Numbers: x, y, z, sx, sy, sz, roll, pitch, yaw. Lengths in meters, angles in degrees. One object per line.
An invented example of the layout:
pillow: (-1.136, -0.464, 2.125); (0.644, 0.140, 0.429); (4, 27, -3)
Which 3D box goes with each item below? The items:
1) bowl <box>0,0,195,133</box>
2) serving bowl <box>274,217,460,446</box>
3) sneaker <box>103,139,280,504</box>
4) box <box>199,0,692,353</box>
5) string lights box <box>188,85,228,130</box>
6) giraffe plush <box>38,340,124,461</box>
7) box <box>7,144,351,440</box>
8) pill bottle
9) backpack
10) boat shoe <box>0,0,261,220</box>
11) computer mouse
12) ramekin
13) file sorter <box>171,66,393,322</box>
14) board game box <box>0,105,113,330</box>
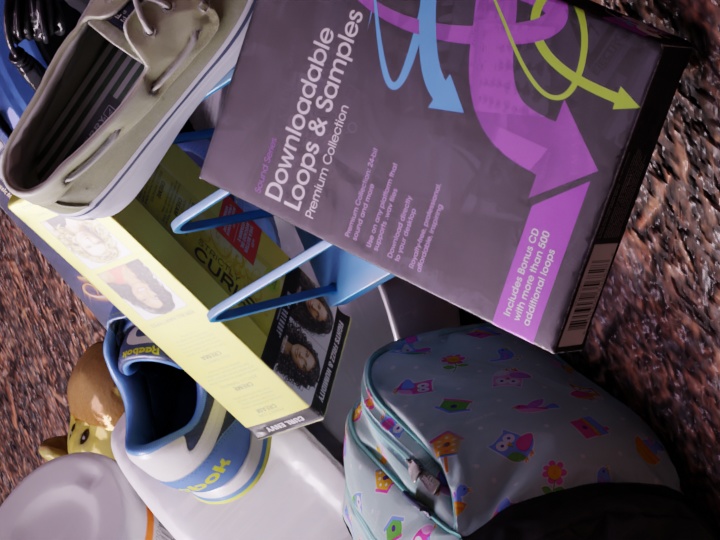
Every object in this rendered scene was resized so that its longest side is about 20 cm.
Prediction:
bowl: (-0.136, -0.098, 1.668); (0.039, 0.200, 0.201); (-41, 66, 24)
serving bowl: (0.000, 0.000, 1.570); (0.200, 0.066, 0.201); (52, 155, 37)
sneaker: (-0.092, 0.021, 1.539); (0.074, 0.082, 0.201); (-14, 72, 36)
box: (0.033, -0.069, 1.268); (0.199, 0.036, 0.144); (26, 105, 28)
string lights box: (-0.105, -0.179, 1.653); (0.201, 0.059, 0.103); (58, 157, 22)
giraffe plush: (-0.118, 0.085, 1.806); (0.201, 0.161, 0.172); (67, 159, 2)
box: (-0.088, -0.004, 1.457); (0.050, 0.076, 0.200); (-20, 128, 36)
pill bottle: (-0.123, 0.200, 1.701); (0.200, 0.114, 0.114); (43, 180, -44)
backpack: (0.073, 0.115, 1.416); (0.200, 0.166, 0.127); (42, 128, 54)
boat shoe: (-0.095, -0.107, 1.317); (0.072, 0.062, 0.201); (35, 104, 21)
computer mouse: (-0.129, -0.138, 1.498); (0.200, 0.046, 0.141); (56, -141, -66)
ramekin: (-0.052, 0.125, 1.654); (0.201, 0.098, 0.200); (46, -178, -2)
file sorter: (-0.036, -0.093, 1.403); (0.138, 0.122, 0.201); (-29, 79, 38)
board game box: (-0.143, -0.053, 1.681); (0.035, 0.200, 0.136); (-41, 91, 24)
